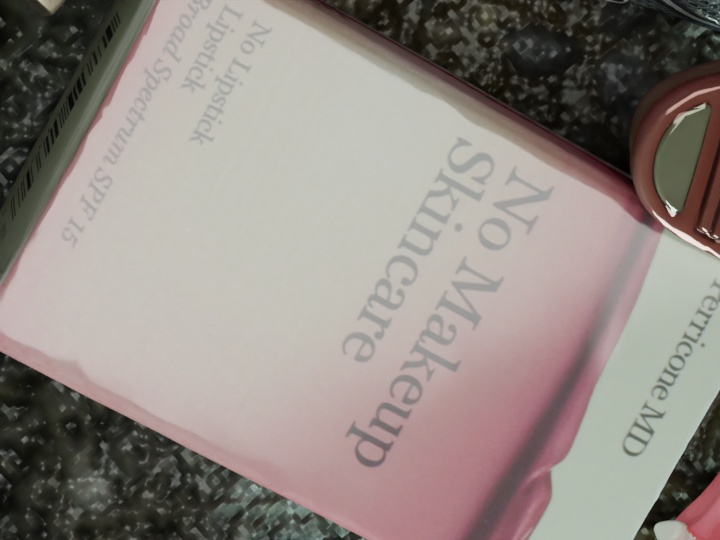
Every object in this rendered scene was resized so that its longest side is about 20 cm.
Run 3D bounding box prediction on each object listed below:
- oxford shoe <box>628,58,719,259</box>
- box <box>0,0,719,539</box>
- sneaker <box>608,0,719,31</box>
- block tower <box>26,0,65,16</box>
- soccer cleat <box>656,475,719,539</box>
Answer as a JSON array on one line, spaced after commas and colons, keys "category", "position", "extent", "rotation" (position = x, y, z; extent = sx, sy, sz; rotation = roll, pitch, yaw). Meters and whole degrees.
[{"category": "oxford shoe", "position": [0.154, -0.039, 0.763], "extent": [0.199, 0.075, 0.071], "rotation": [2, 120, -29]}, {"category": "box", "position": [0.000, 0.000, 0.772], "extent": [0.199, 0.109, 0.128], "rotation": [28, 96, -12]}, {"category": "sneaker", "position": [0.068, -0.122, 0.776], "extent": [0.199, 0.075, 0.081], "rotation": [14, 99, -10]}, {"category": "block tower", "position": [-0.141, -0.161, 0.742], "extent": [0.200, 0.058, 0.054], "rotation": [44, 84, -15]}, {"category": "soccer cleat", "position": [0.158, 0.064, 0.829], "extent": [0.200, 0.067, 0.076], "rotation": [-51, 130, -3]}]
